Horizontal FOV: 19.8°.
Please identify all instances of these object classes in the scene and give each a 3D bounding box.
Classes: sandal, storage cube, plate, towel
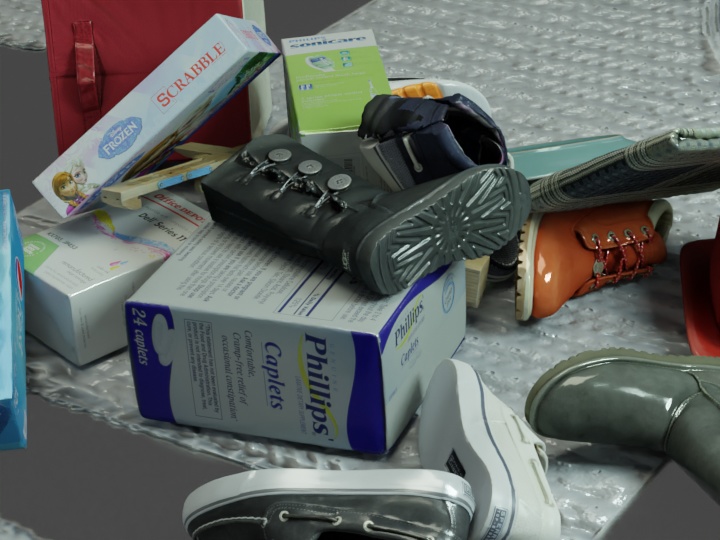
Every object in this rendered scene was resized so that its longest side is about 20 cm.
[{"bbox_3d":[0.015,-0.140,1.870,0.205,0.080,0.059,-8,31,-3],"label":"sandal"},{"bbox_3d":[-0.181,-0.199,1.887,0.179,0.172,0.200,-3,18,3],"label":"storage cube"},{"bbox_3d":[0.156,-0.094,1.743,0.199,0.026,0.200,-8,4,1],"label":"plate"},{"bbox_3d":[0.249,-0.087,1.575,0.199,0.035,0.192,-7,-9,-33],"label":"towel"}]

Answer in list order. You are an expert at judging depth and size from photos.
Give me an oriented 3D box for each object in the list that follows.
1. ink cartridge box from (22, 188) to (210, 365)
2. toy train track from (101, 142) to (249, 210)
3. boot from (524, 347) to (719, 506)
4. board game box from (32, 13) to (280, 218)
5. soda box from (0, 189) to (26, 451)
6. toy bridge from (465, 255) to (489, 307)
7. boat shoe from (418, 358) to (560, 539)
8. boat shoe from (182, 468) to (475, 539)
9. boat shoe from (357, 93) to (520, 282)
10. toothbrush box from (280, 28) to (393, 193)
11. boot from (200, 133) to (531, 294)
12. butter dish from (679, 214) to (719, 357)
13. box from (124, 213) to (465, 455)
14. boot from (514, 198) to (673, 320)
[{"bbox_3d":[-0.176,-0.006,1.660,0.199,0.068,0.117,-24,34,-33],"label":"ink cartridge box"},{"bbox_3d":[-0.131,-0.072,1.677,0.114,0.033,0.200,10,21,37],"label":"toy train track"},{"bbox_3d":[0.224,0.127,1.366,0.181,0.073,0.200,-6,34,-17],"label":"boot"},{"bbox_3d":[-0.162,-0.128,1.693,0.200,0.041,0.200,-42,0,8],"label":"board game box"},{"bbox_3d":[-0.286,0.037,1.529,0.067,0.064,0.201,-7,50,-3],"label":"soda box"},{"bbox_3d":[0.000,0.000,1.623,0.199,0.068,0.027,12,32,13],"label":"toy bridge"},{"bbox_3d":[0.091,0.128,1.396,0.070,0.071,0.200,18,19,-18],"label":"boat shoe"},{"bbox_3d":[-0.024,0.171,1.323,0.199,0.070,0.067,-3,54,15],"label":"boat shoe"},{"bbox_3d":[0.087,-0.060,1.594,0.092,0.200,0.075,-1,54,45],"label":"boat shoe"},{"bbox_3d":[-0.013,-0.095,1.722,0.086,0.146,0.200,-6,29,-3],"label":"toothbrush box"},{"bbox_3d":[0.002,-0.056,1.526,0.164,0.066,0.200,-22,28,-35],"label":"boot"},{"bbox_3d":[0.342,-0.024,1.544,0.198,0.149,0.200,0,28,6],"label":"butter dish"},{"bbox_3d":[-0.043,0.037,1.526,0.199,0.105,0.184,7,29,20],"label":"box"},{"bbox_3d":[0.184,-0.016,1.633,0.107,0.075,0.200,12,31,19],"label":"boot"}]
